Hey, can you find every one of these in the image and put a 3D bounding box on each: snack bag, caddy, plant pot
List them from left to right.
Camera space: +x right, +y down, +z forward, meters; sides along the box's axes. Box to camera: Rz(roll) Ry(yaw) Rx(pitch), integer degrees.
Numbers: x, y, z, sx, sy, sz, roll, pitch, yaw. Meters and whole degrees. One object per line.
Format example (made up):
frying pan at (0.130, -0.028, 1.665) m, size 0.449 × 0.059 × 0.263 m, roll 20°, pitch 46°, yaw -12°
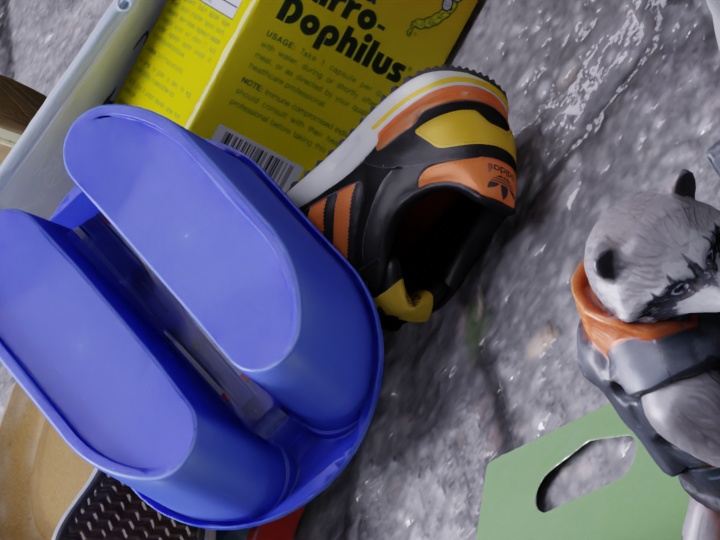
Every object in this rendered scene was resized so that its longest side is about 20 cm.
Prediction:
snack bag at (-0.144, -0.058, 1.375) m, size 0.189 × 0.021 × 0.200 m, roll -57°, pitch -15°, yaw -13°
plant pot at (-0.143, 0.070, 1.434) m, size 0.200 × 0.027 × 0.201 m, roll -43°, pitch 32°, yaw 35°
caddy at (-0.080, 0.021, 1.160) m, size 0.141 × 0.105 × 0.200 m, roll -45°, pitch 63°, yaw 4°

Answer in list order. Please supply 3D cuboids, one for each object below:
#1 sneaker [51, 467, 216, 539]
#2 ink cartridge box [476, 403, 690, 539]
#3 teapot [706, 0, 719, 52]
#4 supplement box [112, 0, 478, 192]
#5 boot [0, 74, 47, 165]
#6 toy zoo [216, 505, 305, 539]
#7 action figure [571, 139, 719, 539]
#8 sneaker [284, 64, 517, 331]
sneaker at (-0.095, 0.116, 1.209) m, size 0.085 × 0.072 × 0.201 m, roll 88°, pitch -166°, yaw -57°
ink cartridge box at (0.063, 0.134, 0.980) m, size 0.145 × 0.048 × 0.201 m, roll -31°, pitch 43°, yaw 48°
teapot at (0.184, -0.117, 0.877) m, size 0.198 × 0.146 × 0.200 m, roll -61°, pitch 26°, yaw 4°
supplement box at (-0.033, -0.112, 1.307) m, size 0.201 × 0.109 × 0.109 m, roll -61°, pitch 27°, yaw 5°
boot at (-0.211, -0.026, 1.460) m, size 0.073 × 0.200 × 0.156 m, roll 45°, pitch 100°, yaw 22°
toy zoo at (-0.083, 0.160, 1.202) m, size 0.131 × 0.020 × 0.201 m, roll -34°, pitch 27°, yaw 45°
action figure at (0.119, 0.060, 0.779) m, size 0.104 × 0.194 × 0.200 m, roll -25°, pitch 27°, yaw 6°
sneaker at (0.000, 0.000, 1.190) m, size 0.200 × 0.070 × 0.090 m, roll -48°, pitch 34°, yaw 30°
